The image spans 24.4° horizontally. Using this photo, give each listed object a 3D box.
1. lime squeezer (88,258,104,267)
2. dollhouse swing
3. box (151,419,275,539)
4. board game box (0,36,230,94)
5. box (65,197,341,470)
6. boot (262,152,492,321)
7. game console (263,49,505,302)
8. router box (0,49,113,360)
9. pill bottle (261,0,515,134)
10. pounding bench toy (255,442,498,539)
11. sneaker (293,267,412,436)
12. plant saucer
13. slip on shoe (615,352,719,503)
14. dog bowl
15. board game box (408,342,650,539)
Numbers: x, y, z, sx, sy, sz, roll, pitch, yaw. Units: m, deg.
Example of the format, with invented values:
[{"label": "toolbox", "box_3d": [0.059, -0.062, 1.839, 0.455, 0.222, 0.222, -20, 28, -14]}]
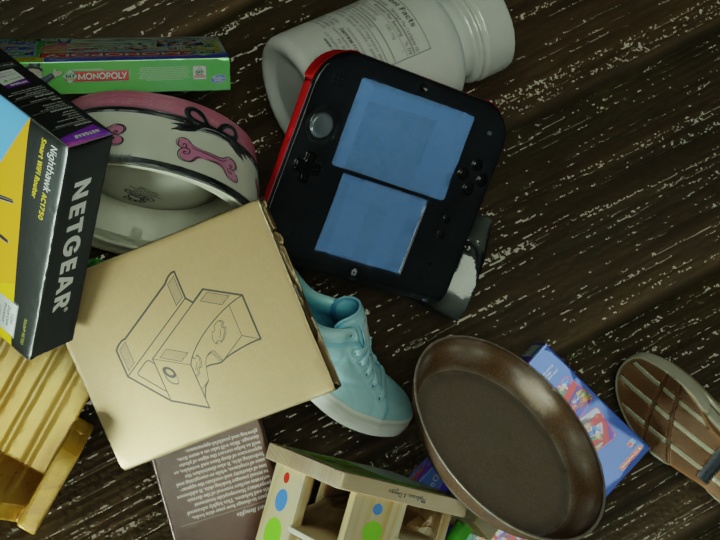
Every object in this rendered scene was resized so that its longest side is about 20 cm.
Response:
[{"label": "lime squeezer", "box_3d": [-0.213, -0.006, 1.385, 0.070, 0.200, 0.038, -9, 47, 18]}, {"label": "dollhouse swing", "box_3d": [-0.299, 0.074, 1.349, 0.199, 0.182, 0.176, 30, 95, -6]}, {"label": "box", "box_3d": [-0.127, 0.153, 1.402, 0.100, 0.075, 0.201, -15, 95, -9]}, {"label": "board game box", "box_3d": [-0.212, -0.171, 1.377, 0.199, 0.135, 0.029, -2, 105, -9]}, {"label": "box", "box_3d": [-0.134, 0.053, 1.319, 0.199, 0.021, 0.164, -21, 96, 16]}, {"label": "boot", "box_3d": [0.000, -0.001, 1.444, 0.199, 0.066, 0.166, 21, 87, -12]}, {"label": "game console", "box_3d": [0.019, -0.075, 1.354, 0.199, 0.031, 0.178, 16, 94, -34]}, {"label": "router box", "box_3d": [-0.271, -0.055, 1.279, 0.149, 0.201, 0.051, 35, 38, 26]}, {"label": "pill bottle", "box_3d": [0.026, -0.179, 1.415, 0.199, 0.114, 0.115, -25, 92, -21]}, {"label": "pounding bench toy", "box_3d": [0.016, 0.246, 1.355, 0.199, 0.124, 0.157, 17, 87, -31]}, {"label": "sneaker", "box_3d": [-0.014, 0.068, 1.396, 0.082, 0.074, 0.200, -39, 124, 24]}, {"label": "plant saucer", "box_3d": [0.116, 0.143, 1.366, 0.200, 0.200, 0.032, 39, 123, -6]}, {"label": "slip on shoe", "box_3d": [0.312, 0.148, 1.487, 0.200, 0.061, 0.076, 40, 119, 10]}, {"label": "dog bowl", "box_3d": [-0.172, -0.077, 1.358, 0.199, 0.200, 0.074, 10, 69, -8]}, {"label": "board game box", "box_3d": [0.137, 0.181, 1.463, 0.134, 0.045, 0.200, 45, 82, -5]}]
